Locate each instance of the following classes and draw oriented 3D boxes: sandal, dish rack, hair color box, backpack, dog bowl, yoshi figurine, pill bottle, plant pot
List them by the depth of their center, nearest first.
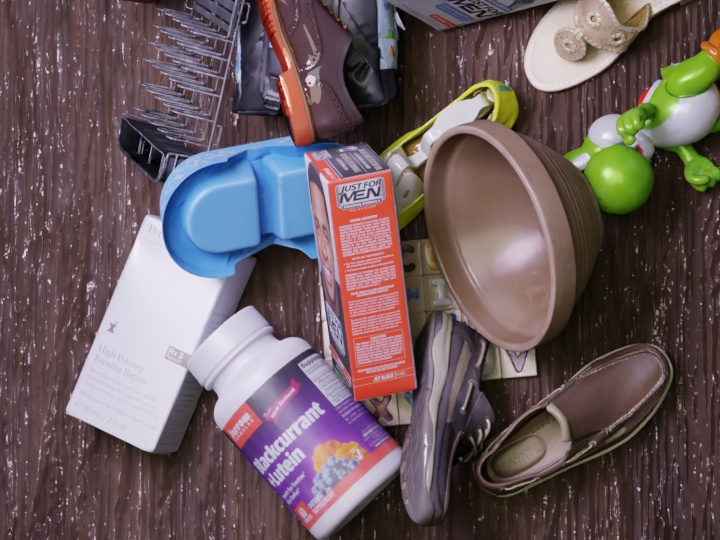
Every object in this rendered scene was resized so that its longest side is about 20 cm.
[{"bbox_3d":[0.265,-0.114,1.650,0.199,0.112,0.113,-35,84,12],"label":"yoshi figurine"},{"bbox_3d":[0.144,-0.039,1.651,0.092,0.201,0.203,-19,78,-27],"label":"plant pot"},{"bbox_3d":[0.000,0.000,1.658,0.061,0.102,0.202,-10,109,-10],"label":"hair color box"},{"bbox_3d":[0.124,-0.273,1.664,0.198,0.111,0.065,-12,73,32],"label":"hair color box"},{"bbox_3d":[0.229,-0.239,1.686,0.211,0.070,0.078,-32,78,10],"label":"sandal"},{"bbox_3d":[-0.088,-0.063,1.698,0.198,0.050,0.113,-12,120,-18],"label":"dog bowl"},{"bbox_3d":[-0.061,0.132,1.700,0.111,0.111,0.200,-44,82,7],"label":"pill bottle"},{"bbox_3d":[-0.039,-0.252,1.731,0.161,0.154,0.202,-3,105,19],"label":"backpack"},{"bbox_3d":[-0.160,-0.187,1.737,0.054,0.153,0.202,9,104,-26],"label":"dish rack"}]

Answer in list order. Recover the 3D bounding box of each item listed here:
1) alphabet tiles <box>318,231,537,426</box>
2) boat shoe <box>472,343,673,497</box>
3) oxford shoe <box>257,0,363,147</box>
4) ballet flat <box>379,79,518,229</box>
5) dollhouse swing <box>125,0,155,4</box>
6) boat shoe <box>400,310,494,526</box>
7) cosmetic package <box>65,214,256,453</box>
[{"bbox_3d":[0.061,0.055,1.737,0.198,0.008,0.169,-6,83,14],"label":"alphabet tiles"},{"bbox_3d":[0.186,0.135,1.662,0.202,0.075,0.075,-38,77,8],"label":"boat shoe"},{"bbox_3d":[-0.047,-0.213,1.649,0.072,0.071,0.202,-13,97,-5],"label":"oxford shoe"},{"bbox_3d":[0.057,-0.103,1.721,0.200,0.067,0.067,-40,75,8],"label":"ballet flat"},{"bbox_3d":[-0.175,-0.379,1.763,0.199,0.182,0.177,-34,91,10],"label":"dollhouse swing"},{"bbox_3d":[0.082,0.128,1.654,0.072,0.075,0.202,13,60,-10],"label":"boat shoe"},{"bbox_3d":[-0.185,0.059,1.767,0.101,0.074,0.202,22,92,15],"label":"cosmetic package"}]
